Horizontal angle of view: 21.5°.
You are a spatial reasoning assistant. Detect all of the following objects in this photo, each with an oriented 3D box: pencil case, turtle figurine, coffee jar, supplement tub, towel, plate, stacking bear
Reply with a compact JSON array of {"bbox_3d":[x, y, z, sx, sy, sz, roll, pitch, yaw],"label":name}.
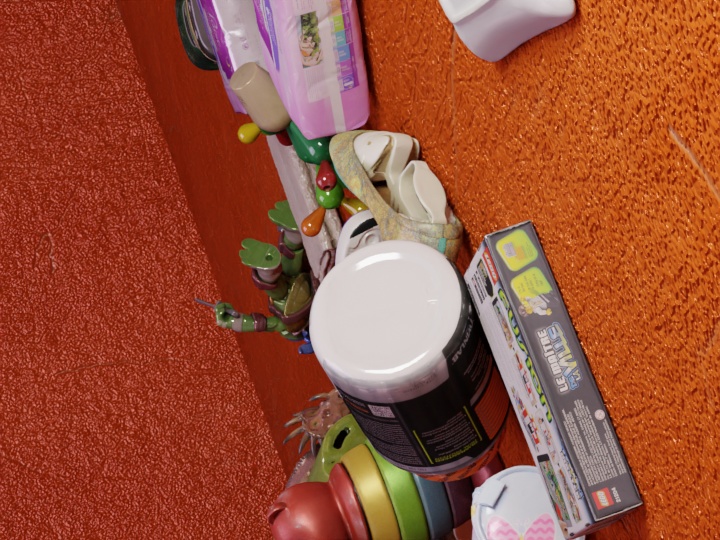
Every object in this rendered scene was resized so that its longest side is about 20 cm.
[{"bbox_3d":[0.120,0.216,1.438,0.091,0.083,0.200,45,162,17],"label":"pencil case"},{"bbox_3d":[-0.120,-0.003,2.250,0.194,0.143,0.201,93,153,-57],"label":"turtle figurine"},{"bbox_3d":[-0.149,-0.274,2.052,0.200,0.085,0.105,-160,55,-80],"label":"coffee jar"},{"bbox_3d":[0.044,0.075,1.425,0.123,0.122,0.200,65,-179,35],"label":"supplement tub"},{"bbox_3d":[-0.058,-0.091,2.051,0.133,0.034,0.201,107,145,-72],"label":"towel"},{"bbox_3d":[0.057,-0.225,1.101,0.200,0.032,0.201,175,78,-81],"label":"plate"},{"bbox_3d":[0.017,0.201,1.650,0.122,0.199,0.114,83,165,-53],"label":"stacking bear"}]

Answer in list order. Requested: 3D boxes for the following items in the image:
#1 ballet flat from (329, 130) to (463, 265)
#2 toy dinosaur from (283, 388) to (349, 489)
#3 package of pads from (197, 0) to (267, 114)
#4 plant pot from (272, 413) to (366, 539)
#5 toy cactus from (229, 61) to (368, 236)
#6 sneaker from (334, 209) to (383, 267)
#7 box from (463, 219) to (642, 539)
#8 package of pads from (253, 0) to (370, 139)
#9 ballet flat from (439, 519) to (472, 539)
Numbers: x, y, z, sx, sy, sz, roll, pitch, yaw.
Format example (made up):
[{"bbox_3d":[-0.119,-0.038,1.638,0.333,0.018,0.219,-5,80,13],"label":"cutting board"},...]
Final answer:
[{"bbox_3d":[0.031,-0.069,1.495,0.200,0.070,0.071,-117,12,-47],"label":"ballet flat"},{"bbox_3d":[-0.051,0.242,2.312,0.135,0.201,0.086,31,168,-37],"label":"toy dinosaur"},{"bbox_3d":[-0.117,-0.259,1.879,0.120,0.075,0.201,-150,42,-78],"label":"package of pads"},{"bbox_3d":[0.013,0.245,1.905,0.191,0.199,0.201,100,153,-44],"label":"plant pot"},{"bbox_3d":[-0.065,-0.122,1.723,0.165,0.102,0.200,44,-175,-38],"label":"toy cactus"},{"bbox_3d":[0.000,0.000,1.724,0.147,0.080,0.201,54,166,50],"label":"sneaker"},{"bbox_3d":[0.126,0.077,1.275,0.110,0.035,0.201,109,142,-75],"label":"box"},{"bbox_3d":[-0.047,-0.223,1.585,0.121,0.075,0.201,-119,14,-44],"label":"package of pads"},{"bbox_3d":[0.075,0.187,1.760,0.070,0.067,0.201,1,111,55],"label":"ballet flat"}]
